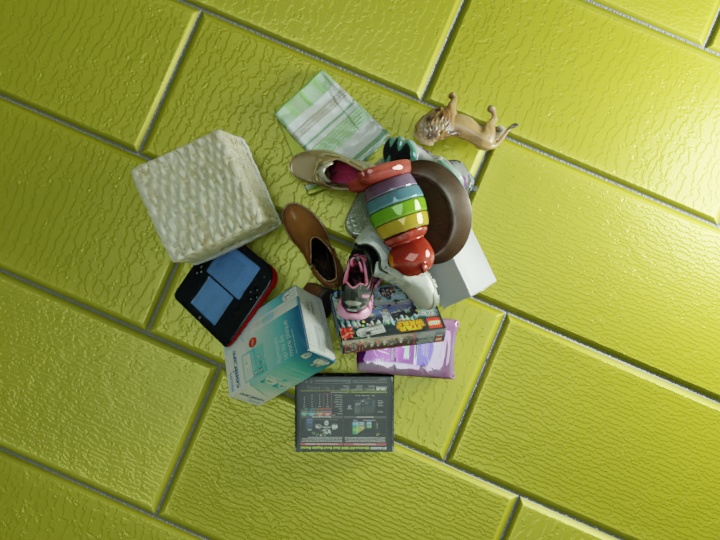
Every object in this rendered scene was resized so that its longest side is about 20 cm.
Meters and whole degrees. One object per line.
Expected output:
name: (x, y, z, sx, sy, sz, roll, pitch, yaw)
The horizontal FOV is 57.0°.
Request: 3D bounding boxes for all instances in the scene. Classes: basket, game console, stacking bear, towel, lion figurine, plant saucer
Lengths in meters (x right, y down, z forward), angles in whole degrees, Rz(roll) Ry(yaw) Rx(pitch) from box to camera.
basket: (-0.283, -0.135, 1.231, 0.198, 0.161, 0.200, -24, 89, 3)
game console: (-0.267, 0.030, 1.307, 0.200, 0.031, 0.177, 35, 87, 35)
stacking bear: (0.069, -0.085, 1.180, 0.114, 0.121, 0.200, -19, 88, -15)
towel: (-0.058, -0.297, 1.357, 0.200, 0.031, 0.149, 45, 81, 1)
towel: (-0.105, -0.261, 1.374, 0.086, 0.018, 0.200, -22, 87, -6)
lion figurine: (0.211, -0.282, 1.325, 0.200, 0.073, 0.123, 15, 55, 7)
plant saucer: (0.112, -0.105, 1.239, 0.200, 0.034, 0.200, 13, 112, 36)

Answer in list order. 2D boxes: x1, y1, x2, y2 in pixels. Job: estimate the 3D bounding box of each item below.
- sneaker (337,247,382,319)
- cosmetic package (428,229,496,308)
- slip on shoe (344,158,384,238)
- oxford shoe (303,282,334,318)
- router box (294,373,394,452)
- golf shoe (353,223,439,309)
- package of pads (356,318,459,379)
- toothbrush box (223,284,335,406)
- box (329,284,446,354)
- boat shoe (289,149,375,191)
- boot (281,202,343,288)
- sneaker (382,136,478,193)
sneaker: (0.000, 0.000, 1.265, 0.079, 0.200, 0.095, 1, 129, 8)
cosmetic package: (0.174, -0.040, 1.304, 0.081, 0.113, 0.200, -25, 87, 41)
slip on shoe: (0.030, -0.148, 1.348, 0.074, 0.061, 0.200, 26, 75, 8)
oxford shoe: (-0.120, 0.119, 1.343, 0.071, 0.071, 0.200, 24, 90, 31)
router box: (-0.031, 0.282, 1.326, 0.200, 0.062, 0.150, 0, 88, 0)
golf shoe: (0.061, 0.004, 1.239, 0.097, 0.078, 0.200, -36, 86, -38)
package of pads: (0.094, 0.149, 1.325, 0.200, 0.076, 0.121, 5, 85, 1)
toothbrush box: (-0.159, 0.145, 1.259, 0.200, 0.085, 0.147, -32, 52, 24)
box: (0.049, 0.086, 1.272, 0.200, 0.040, 0.137, -6, 43, -11)
boat shoe: (-0.057, -0.196, 1.300, 0.200, 0.069, 0.074, 11, 104, 20)
boot: (-0.097, -0.053, 1.294, 0.077, 0.155, 0.200, -26, 88, 0)
sneaker: (0.146, -0.201, 1.325, 0.200, 0.140, 0.078, 41, 117, 31)
